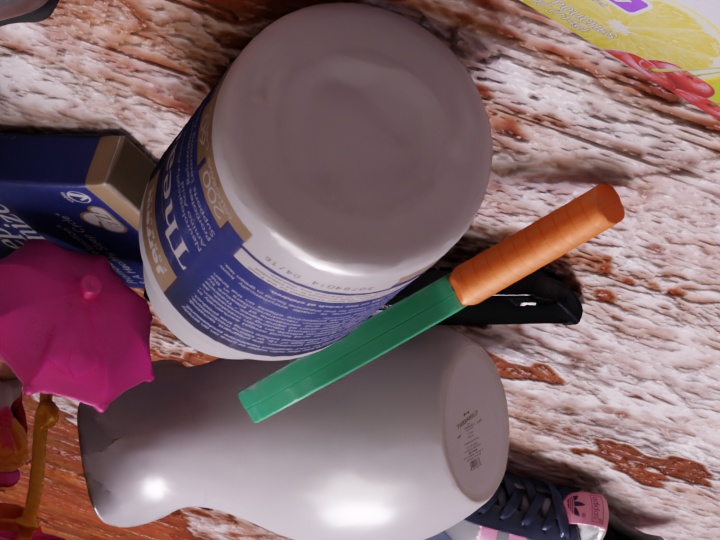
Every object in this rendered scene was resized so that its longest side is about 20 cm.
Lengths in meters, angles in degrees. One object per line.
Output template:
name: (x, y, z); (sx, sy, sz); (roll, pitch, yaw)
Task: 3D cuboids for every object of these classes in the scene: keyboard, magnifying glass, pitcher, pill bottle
keyboard: (0.000, 0.000, 1.214); (0.200, 0.040, 0.104); (-1, 167, 16)
magnifying glass: (0.028, 0.015, 1.123); (0.200, 0.022, 0.080); (-28, 179, 28)
pitcher: (-0.020, 0.075, 1.332); (0.200, 0.121, 0.172); (-4, -165, 28)
pill bottle: (-0.029, -0.026, 1.057); (0.111, 0.111, 0.200); (21, 159, -11)

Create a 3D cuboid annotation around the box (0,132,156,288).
box: (-0.170, -0.031, 1.278); (0.200, 0.032, 0.121); (5, 157, 32)

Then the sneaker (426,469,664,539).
sneaker: (0.094, 0.136, 1.477); (0.082, 0.070, 0.200); (-26, 139, 38)

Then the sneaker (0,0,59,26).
sneaker: (-0.206, -0.111, 1.036); (0.200, 0.077, 0.082); (4, 163, 33)

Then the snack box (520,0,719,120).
snack box: (0.138, -0.113, 0.758); (0.169, 0.068, 0.200); (27, 156, -24)

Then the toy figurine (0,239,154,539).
toy figurine: (-0.169, 0.073, 1.262); (0.150, 0.184, 0.200); (9, -171, -37)
